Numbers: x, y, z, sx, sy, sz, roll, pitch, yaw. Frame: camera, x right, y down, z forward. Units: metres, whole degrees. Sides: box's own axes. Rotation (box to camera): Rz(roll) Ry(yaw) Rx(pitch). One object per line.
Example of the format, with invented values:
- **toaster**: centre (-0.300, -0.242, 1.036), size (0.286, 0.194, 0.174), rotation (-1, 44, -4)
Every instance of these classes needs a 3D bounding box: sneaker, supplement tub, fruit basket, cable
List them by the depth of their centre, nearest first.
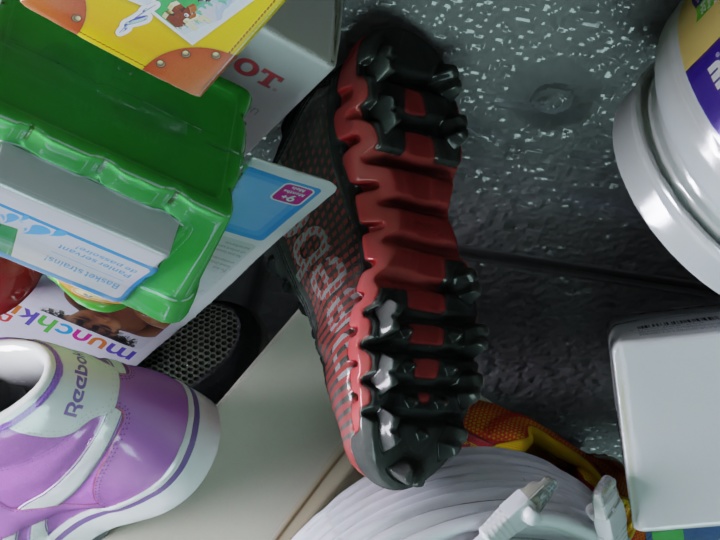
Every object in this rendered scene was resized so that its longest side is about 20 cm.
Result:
- **supplement tub**: centre (0.207, -0.087, 0.708), size (0.144, 0.146, 0.200), rotation (22, 134, -23)
- **fruit basket**: centre (-0.136, -0.016, 0.708), size (0.184, 0.094, 0.200), rotation (24, 137, -25)
- **sneaker**: centre (-0.164, 0.081, 0.785), size (0.114, 0.073, 0.200), rotation (24, 138, -34)
- **sneaker**: centre (0.000, 0.000, 0.789), size (0.070, 0.202, 0.097), rotation (13, 156, -43)
- **cable**: centre (0.037, 0.173, 0.810), size (0.199, 0.069, 0.201), rotation (-25, 128, -2)
- **sneaker**: centre (-0.146, 0.039, 0.854), size (0.197, 0.077, 0.115), rotation (-7, 145, 7)
- **sneaker**: centre (0.104, 0.123, 0.902), size (0.199, 0.077, 0.073), rotation (27, 90, -46)

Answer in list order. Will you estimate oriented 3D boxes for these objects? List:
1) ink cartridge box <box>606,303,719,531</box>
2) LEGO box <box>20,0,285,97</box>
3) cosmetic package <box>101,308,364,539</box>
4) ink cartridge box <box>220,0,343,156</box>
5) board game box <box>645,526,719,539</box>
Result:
- **ink cartridge box**: centre (0.190, 0.059, 0.837), size (0.143, 0.085, 0.200), rotation (-6, -178, 7)
- **LEGO box**: centre (-0.027, -0.183, 0.600), size (0.077, 0.150, 0.200), rotation (25, 133, -26)
- **cosmetic package**: centre (-0.044, 0.105, 0.852), size (0.073, 0.200, 0.104), rotation (36, 167, 14)
- **ink cartridge box**: centre (-0.123, -0.087, 0.760), size (0.147, 0.086, 0.200), rotation (27, 134, -27)
- **board game box**: centre (0.239, 0.114, 0.828), size (0.198, 0.035, 0.135), rotation (-8, -179, 18)
